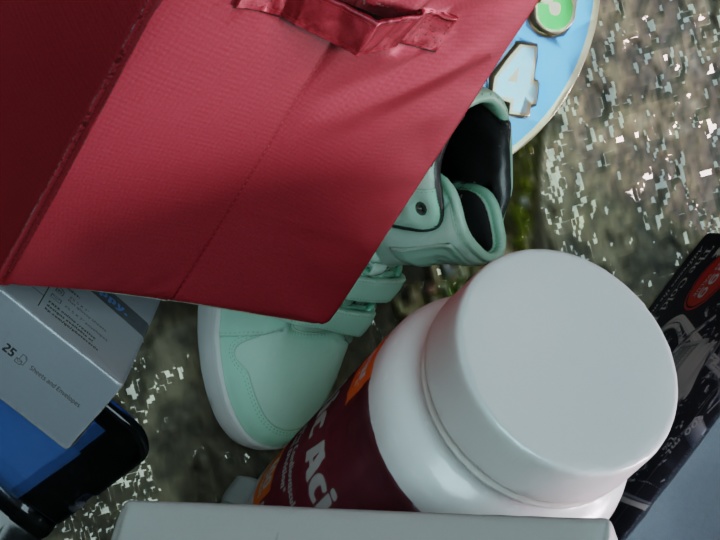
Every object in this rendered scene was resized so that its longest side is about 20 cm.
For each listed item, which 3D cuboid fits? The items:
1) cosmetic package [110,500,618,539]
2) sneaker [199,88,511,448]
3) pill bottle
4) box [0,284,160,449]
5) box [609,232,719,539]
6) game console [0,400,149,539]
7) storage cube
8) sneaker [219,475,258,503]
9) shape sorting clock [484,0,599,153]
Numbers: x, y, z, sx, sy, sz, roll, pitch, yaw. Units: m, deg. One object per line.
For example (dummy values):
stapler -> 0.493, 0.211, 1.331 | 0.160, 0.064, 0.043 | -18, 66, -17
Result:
cosmetic package -> 0.005, 0.200, 0.899 | 0.199, 0.167, 0.167 | -1, 54, 23
sneaker -> 0.000, 0.000, 1.029 | 0.074, 0.118, 0.201 | 3, 108, -42
pill bottle -> 0.038, 0.080, 0.969 | 0.114, 0.200, 0.114 | 13, 56, -20
box -> -0.150, -0.027, 0.982 | 0.156, 0.200, 0.041 | 40, 108, -9
box -> 0.164, 0.088, 1.057 | 0.104, 0.182, 0.200 | 39, 83, -10
game console -> -0.220, 0.072, 1.008 | 0.200, 0.118, 0.171 | 40, 83, -9
storage cube -> -0.069, -0.105, 0.929 | 0.171, 0.200, 0.180 | 8, 125, -42
sneaker -> -0.004, 0.196, 1.076 | 0.200, 0.074, 0.118 | 34, 78, -1
shape sorting clock -> 0.015, -0.135, 1.094 | 0.199, 0.039, 0.201 | 0, 91, -12
